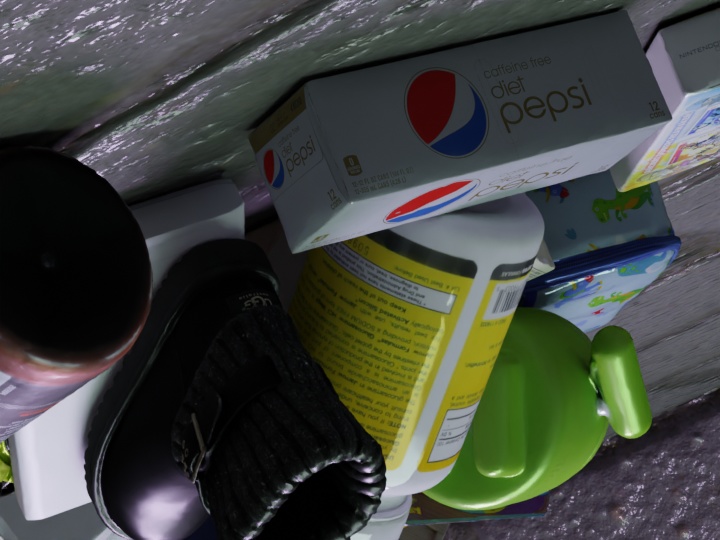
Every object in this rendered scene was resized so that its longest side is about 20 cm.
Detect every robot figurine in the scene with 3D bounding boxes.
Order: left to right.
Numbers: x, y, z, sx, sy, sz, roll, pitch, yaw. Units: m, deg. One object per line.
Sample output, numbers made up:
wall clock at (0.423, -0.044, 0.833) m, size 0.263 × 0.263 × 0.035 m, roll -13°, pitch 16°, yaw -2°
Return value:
robot figurine at (0.083, 0.080, 1.518) m, size 0.174 × 0.117 × 0.200 m, roll -4°, pitch 179°, yaw 20°

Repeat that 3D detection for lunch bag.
lunch bag at (0.108, 0.002, 1.668) m, size 0.160 × 0.083 × 0.200 m, roll -14°, pitch 166°, yaw -20°

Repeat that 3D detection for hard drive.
hard drive at (-0.123, 0.044, 1.323) m, size 0.131 × 0.027 × 0.201 m, roll -19°, pitch 143°, yaw -17°

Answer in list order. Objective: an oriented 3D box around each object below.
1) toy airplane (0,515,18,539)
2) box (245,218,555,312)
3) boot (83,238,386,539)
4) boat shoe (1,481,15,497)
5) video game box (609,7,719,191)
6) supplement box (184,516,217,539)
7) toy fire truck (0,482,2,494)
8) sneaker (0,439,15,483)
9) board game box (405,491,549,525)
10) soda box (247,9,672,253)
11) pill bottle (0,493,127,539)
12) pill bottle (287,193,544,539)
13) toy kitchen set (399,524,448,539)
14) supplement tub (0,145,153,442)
toy airplane at (-0.278, 0.157, 1.336) m, size 0.142 × 0.199 × 0.199 m, roll -60°, pitch -179°, yaw -36°
box at (0.000, 0.000, 1.436) m, size 0.199 × 0.078 × 0.095 m, roll -24°, pitch 169°, yaw 10°
boot at (-0.068, 0.107, 1.279) m, size 0.079 × 0.158 × 0.212 m, roll -8°, pitch 139°, yaw -29°
boat shoe at (-0.152, 0.081, 1.549) m, size 0.199 × 0.074 × 0.074 m, roll -25°, pitch 170°, yaw 15°
video game box at (0.236, -0.115, 1.427) m, size 0.181 × 0.047 × 0.200 m, roll -22°, pitch 170°, yaw -10°
supplement box at (-0.048, 0.141, 1.720) m, size 0.109 × 0.110 × 0.200 m, roll -26°, pitch 169°, yaw 26°
toy fire truck at (-0.316, 0.206, 1.503) m, size 0.128 × 0.201 × 0.176 m, roll 23°, pitch 148°, yaw -23°
sneaker at (-0.196, 0.075, 1.410) m, size 0.074 × 0.083 × 0.200 m, roll -53°, pitch 147°, yaw 0°
board game box at (0.037, 0.098, 1.621) m, size 0.199 × 0.158 × 0.039 m, roll 1°, pitch 122°, yaw -39°
soda box at (0.050, -0.069, 1.230) m, size 0.199 × 0.064 × 0.068 m, roll -16°, pitch 168°, yaw -33°
pill bottle at (-0.204, 0.157, 1.720) m, size 0.113 × 0.115 × 0.200 m, roll -20°, pitch 169°, yaw -8°
pill bottle at (0.013, 0.043, 1.330) m, size 0.112 × 0.112 × 0.201 m, roll -8°, pitch 124°, yaw -53°
toy kitchen set at (-0.048, 0.159, 1.963) m, size 0.180 × 0.199 × 0.164 m, roll -35°, pitch -156°, yaw 53°
supplement tub at (-0.183, 0.030, 1.133) m, size 0.106 × 0.108 × 0.200 m, roll -12°, pitch 166°, yaw -41°
